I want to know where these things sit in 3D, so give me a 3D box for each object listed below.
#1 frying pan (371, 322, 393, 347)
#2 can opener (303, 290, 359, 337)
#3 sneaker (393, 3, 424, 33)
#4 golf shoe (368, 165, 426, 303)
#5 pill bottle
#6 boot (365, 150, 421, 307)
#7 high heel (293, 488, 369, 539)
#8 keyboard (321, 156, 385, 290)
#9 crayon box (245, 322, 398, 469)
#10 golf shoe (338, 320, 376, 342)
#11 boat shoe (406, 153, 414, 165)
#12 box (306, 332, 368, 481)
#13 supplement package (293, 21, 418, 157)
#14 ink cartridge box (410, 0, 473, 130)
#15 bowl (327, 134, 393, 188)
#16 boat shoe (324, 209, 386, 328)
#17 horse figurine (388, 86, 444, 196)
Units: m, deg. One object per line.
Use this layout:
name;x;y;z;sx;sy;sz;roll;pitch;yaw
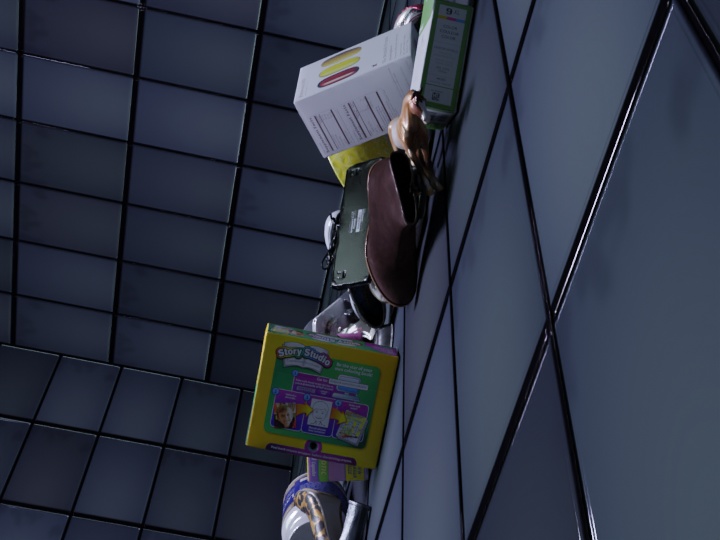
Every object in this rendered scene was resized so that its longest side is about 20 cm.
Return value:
frying pan;0.028;0.132;1.782;0.190;0.030;0.117;-119;41;-79
can opener;-0.023;0.057;1.797;0.199;0.066;0.053;-37;-56;-40
sneaker;0.093;-0.331;1.768;0.075;0.079;0.203;-110;20;-53
golf shoe;0.052;-0.054;1.598;0.092;0.071;0.204;145;136;-82
pill bottle;-0.074;0.421;1.823;0.200;0.114;0.118;-108;29;-80
boot;0.047;-0.052;1.466;0.166;0.071;0.204;161;100;-82
high heel;-0.064;0.409;1.657;0.199;0.071;0.145;-2;71;57
keyboard;-0.002;-0.065;1.629;0.103;0.039;0.203;-9;63;38
crayon box;-0.057;0.185;1.612;0.058;0.196;0.176;-106;28;-81
golf shoe;-0.032;0.154;1.922;0.201;0.076;0.088;-57;31;22
boat shoe;0.061;-0.129;1.696;0.072;0.064;0.203;-95;16;-75
box;-0.039;0.214;1.754;0.200;0.095;0.179;-98;7;-76
supplement package;0.011;-0.277;1.692;0.115;0.197;0.110;-86;-29;-52
ink cartridge box;0.111;-0.306;1.506;0.104;0.058;0.204;138;142;-81
bowl;0.031;-0.198;1.837;0.107;0.201;0.201;-30;27;20
boat shoe;0.000;0.000;1.711;0.057;0.068;0.202;-127;15;-61
horse figurine;0.073;-0.167;1.469;0.200;0.049;0.134;-125;14;-85
